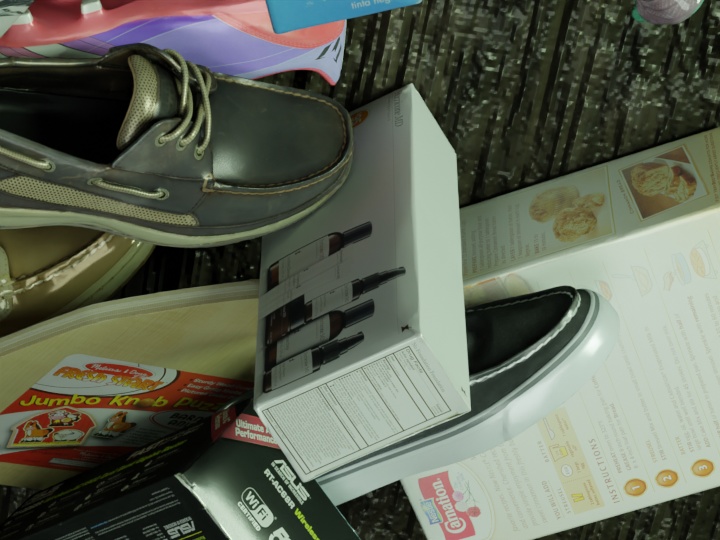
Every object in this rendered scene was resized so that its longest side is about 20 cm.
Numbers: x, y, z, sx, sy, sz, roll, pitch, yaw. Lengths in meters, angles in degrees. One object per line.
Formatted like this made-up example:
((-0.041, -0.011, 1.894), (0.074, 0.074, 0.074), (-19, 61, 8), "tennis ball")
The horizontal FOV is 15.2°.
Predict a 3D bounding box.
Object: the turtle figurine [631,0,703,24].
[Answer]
((0.088, -0.195, 1.131), (0.150, 0.101, 0.200), (-39, 121, 23), "turtle figurine")

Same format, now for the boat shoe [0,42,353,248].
((-0.094, -0.056, 1.163), (0.199, 0.075, 0.073), (-4, 156, -18), "boat shoe")

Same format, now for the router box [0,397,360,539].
((-0.077, 0.157, 1.267), (0.200, 0.062, 0.150), (-24, 105, 47), "router box")

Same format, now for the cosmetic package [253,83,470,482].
((0.000, 0.000, 1.195), (0.082, 0.200, 0.051), (-23, 122, 14), "cosmetic package")

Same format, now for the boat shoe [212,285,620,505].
((0.019, 0.048, 1.227), (0.199, 0.070, 0.066), (-24, 121, 25), "boat shoe")

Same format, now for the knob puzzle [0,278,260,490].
((-0.104, 0.048, 1.276), (0.218, 0.031, 0.220), (-10, 153, -5), "knob puzzle")

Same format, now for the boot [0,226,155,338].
((-0.208, -0.031, 1.256), (0.199, 0.073, 0.156), (-21, 120, 17), "boot")

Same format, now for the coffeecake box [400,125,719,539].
((0.104, 0.039, 1.297), (0.199, 0.073, 0.154), (-17, 121, 11), "coffeecake box")

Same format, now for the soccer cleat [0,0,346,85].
((-0.104, -0.104, 1.211), (0.199, 0.067, 0.077), (-9, 128, 3), "soccer cleat")

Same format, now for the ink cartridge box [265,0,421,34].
((-0.027, -0.215, 1.101), (0.067, 0.116, 0.201), (-11, 124, 7), "ink cartridge box")

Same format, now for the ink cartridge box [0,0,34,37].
((-0.190, -0.170, 1.120), (0.200, 0.084, 0.145), (-43, 85, 25), "ink cartridge box")
